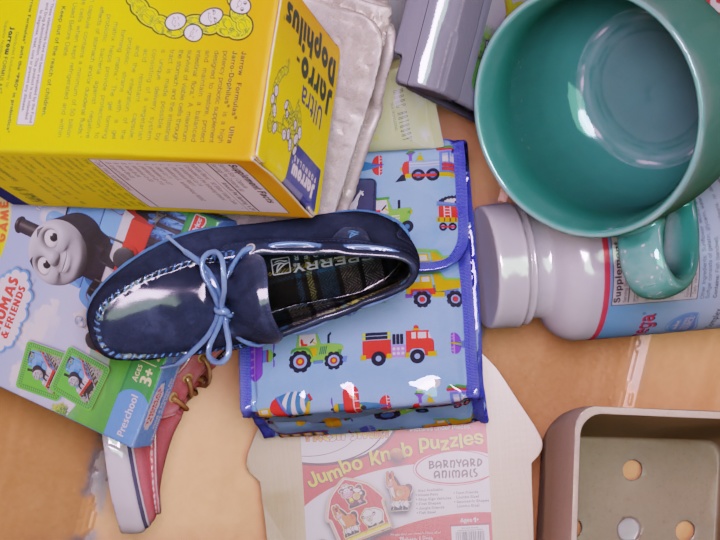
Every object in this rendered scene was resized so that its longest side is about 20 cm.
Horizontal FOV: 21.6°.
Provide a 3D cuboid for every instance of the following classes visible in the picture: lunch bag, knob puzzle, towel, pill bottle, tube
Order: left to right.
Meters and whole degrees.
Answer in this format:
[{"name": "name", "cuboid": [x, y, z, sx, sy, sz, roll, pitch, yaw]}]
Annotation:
[{"name": "towel", "cuboid": [-0.060, -0.089, 1.158, 0.133, 0.034, 0.200, 23, 108, 13]}, {"name": "tube", "cuboid": [-0.050, -0.098, 1.205, 0.200, 0.058, 0.052, -5, 88, 7]}, {"name": "lunch bag", "cuboid": [0.000, 0.000, 1.227, 0.151, 0.094, 0.200, -5, 74, 6]}, {"name": "knob puzzle", "cuboid": [0.023, 0.120, 1.267, 0.220, 0.030, 0.220, 0, 88, 5]}, {"name": "pill bottle", "cuboid": [0.178, -0.010, 1.258, 0.200, 0.109, 0.109, -5, 94, -10]}]

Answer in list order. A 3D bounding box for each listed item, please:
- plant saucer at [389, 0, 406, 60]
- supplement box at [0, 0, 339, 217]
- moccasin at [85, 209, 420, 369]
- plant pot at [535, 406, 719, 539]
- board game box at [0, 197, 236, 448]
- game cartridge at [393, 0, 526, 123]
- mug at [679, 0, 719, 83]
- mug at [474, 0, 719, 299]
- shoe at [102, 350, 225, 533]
[{"name": "plant saucer", "cuboid": [0.005, -0.181, 1.193, 0.200, 0.050, 0.200, -13, 129, -16]}, {"name": "supplement box", "cuboid": [-0.126, -0.100, 1.082, 0.200, 0.109, 0.110, 3, 75, 18]}, {"name": "moccasin", "cuboid": [-0.062, 0.006, 1.103, 0.200, 0.068, 0.080, -20, 113, -9]}, {"name": "plant pot", "cuboid": [0.204, 0.182, 1.236, 0.200, 0.177, 0.200, 3, 92, -12]}, {"name": "board game box", "cuboid": [-0.196, 0.002, 1.174, 0.200, 0.037, 0.151, 23, 96, 15]}, {"name": "game cartridge", "cuboid": [0.086, -0.161, 1.198, 0.040, 0.200, 0.133, 10, 89, 26]}, {"name": "mug", "cuboid": [0.280, -0.202, 1.274, 0.177, 0.133, 0.200, 13, 85, -41]}, {"name": "mug", "cuboid": [0.159, -0.092, 1.168, 0.152, 0.114, 0.185, 21, 114, 25]}, {"name": "shoe", "cuboid": [-0.123, 0.068, 1.220, 0.091, 0.071, 0.200, -5, 89, -5]}]
